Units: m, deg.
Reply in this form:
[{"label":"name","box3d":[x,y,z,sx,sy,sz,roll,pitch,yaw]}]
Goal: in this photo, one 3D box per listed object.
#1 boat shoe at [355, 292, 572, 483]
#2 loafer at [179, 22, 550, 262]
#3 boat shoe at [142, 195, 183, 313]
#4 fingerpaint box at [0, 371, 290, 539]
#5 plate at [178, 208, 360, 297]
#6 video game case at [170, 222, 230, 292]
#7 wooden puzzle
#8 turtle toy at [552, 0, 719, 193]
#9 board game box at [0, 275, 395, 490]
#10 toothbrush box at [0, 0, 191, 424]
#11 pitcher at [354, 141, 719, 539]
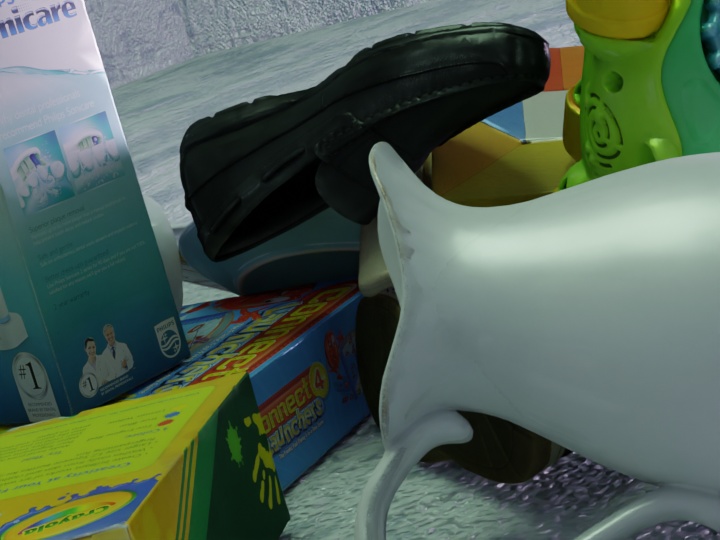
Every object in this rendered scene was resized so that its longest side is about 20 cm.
[{"label":"boat shoe","box3d":[0.054,0.047,0.769,0.065,0.072,0.201,-9,9,-19]},{"label":"loafer","box3d":[0.001,-0.056,0.803,0.199,0.071,0.068,-19,-18,33]},{"label":"boat shoe","box3d":[-0.155,0.003,0.940,0.065,0.073,0.200,-15,8,-28]},{"label":"fingerpaint box","box3d":[-0.144,0.119,0.685,0.198,0.074,0.167,-14,11,14]},{"label":"plate","box3d":[0.000,0.000,0.957,0.198,0.026,0.200,0,-19,0]},{"label":"video game case","box3d":[-0.062,-0.005,1.077,0.142,0.018,0.199,14,-10,-34]},{"label":"wooden puzzle","box3d":[0.096,-0.062,0.834,0.198,0.037,0.186,-7,37,7]},{"label":"turtle toy","box3d":[0.137,-0.095,0.732,0.100,0.147,0.201,6,39,8]},{"label":"board game box","box3d":[-0.099,0.070,0.884,0.194,0.056,0.200,-10,14,29]},{"label":"toothbrush box","box3d":[-0.184,-0.033,0.845,0.146,0.202,0.085,-7,15,41]},{"label":"pitcher","box3d":[0.098,0.042,0.618,0.198,0.173,0.121,3,-14,5]}]
